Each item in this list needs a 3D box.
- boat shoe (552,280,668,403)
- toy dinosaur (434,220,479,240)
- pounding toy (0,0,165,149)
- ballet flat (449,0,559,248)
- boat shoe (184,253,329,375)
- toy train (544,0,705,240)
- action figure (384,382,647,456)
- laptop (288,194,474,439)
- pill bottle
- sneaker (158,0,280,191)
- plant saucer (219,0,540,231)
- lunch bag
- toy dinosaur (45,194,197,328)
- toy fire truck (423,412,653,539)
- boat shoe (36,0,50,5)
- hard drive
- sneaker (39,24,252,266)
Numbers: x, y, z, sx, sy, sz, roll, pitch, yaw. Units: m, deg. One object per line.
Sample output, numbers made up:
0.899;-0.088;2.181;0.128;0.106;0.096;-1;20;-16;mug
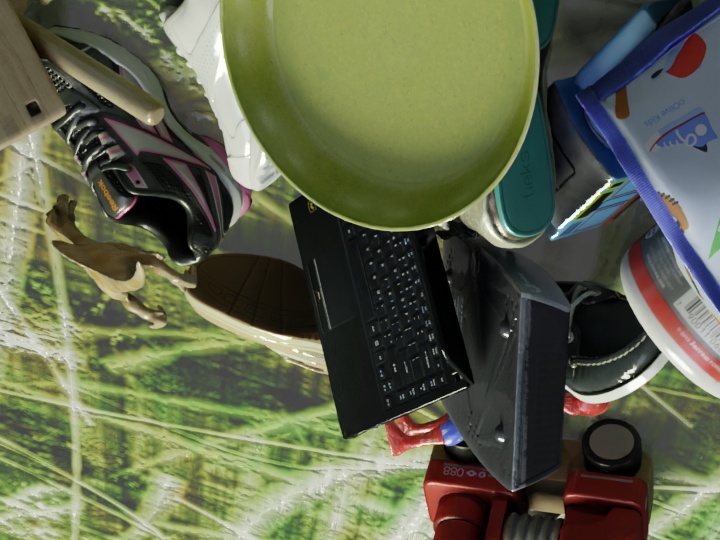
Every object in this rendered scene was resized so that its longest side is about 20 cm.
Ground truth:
0.142;0.041;0.940;0.060;0.076;0.200;45;163;-11;boat shoe
0.081;-0.068;0.885;0.047;0.088;0.201;11;139;25;toy dinosaur
-0.239;-0.134;0.849;0.185;0.142;0.200;63;162;-11;pounding toy
0.069;-0.112;0.766;0.062;0.067;0.202;21;114;60;ballet flat
-0.041;0.046;1.074;0.198;0.073;0.065;16;138;-3;boat shoe
0.168;-0.098;0.784;0.087;0.114;0.200;59;139;13;toy train
0.118;0.096;1.062;0.198;0.065;0.052;-11;91;14;action figure
0.000;0.000;0.906;0.103;0.179;0.199;1;159;-43;laptop
0.255;-0.027;0.807;0.116;0.116;0.200;37;117;-18;pill bottle
-0.079;-0.140;0.897;0.099;0.078;0.201;23;138;18;sneaker
0.012;-0.121;0.741;0.199;0.031;0.202;14;115;31;plant saucer
0.221;-0.052;0.674;0.169;0.124;0.200;-35;109;12;lunch bag
-0.174;0.003;1.023;0.101;0.059;0.200;25;-176;-35;toy dinosaur
0.124;0.203;1.073;0.174;0.201;0.129;5;138;17;toy fire truck
-0.208;-0.240;0.833;0.072;0.066;0.201;50;171;33;boat shoe
0.090;0.051;0.920;0.042;0.200;0.136;-1;102;-10;hard drive
-0.162;-0.082;0.972;0.199;0.087;0.080;37;135;-17;sneaker
